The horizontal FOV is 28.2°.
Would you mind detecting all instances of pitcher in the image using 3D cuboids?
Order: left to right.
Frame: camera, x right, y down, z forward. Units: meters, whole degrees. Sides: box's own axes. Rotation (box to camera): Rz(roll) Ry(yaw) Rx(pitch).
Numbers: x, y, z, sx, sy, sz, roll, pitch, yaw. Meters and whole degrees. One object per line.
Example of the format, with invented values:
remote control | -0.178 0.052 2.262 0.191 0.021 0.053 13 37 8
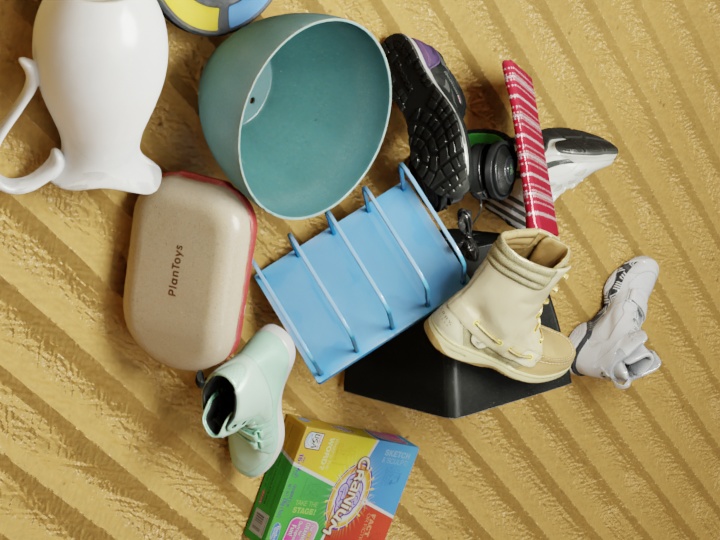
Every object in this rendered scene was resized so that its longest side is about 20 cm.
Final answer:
pitcher | -0.259 -0.163 1.297 0.170 0.121 0.202 -13 129 -27

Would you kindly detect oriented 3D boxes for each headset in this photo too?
headset | 0.118 -0.093 1.610 0.122 0.201 0.095 -10 117 9

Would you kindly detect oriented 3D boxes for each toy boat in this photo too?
toy boat | -0.161 -0.002 1.460 0.131 0.129 0.203 -25 128 -67

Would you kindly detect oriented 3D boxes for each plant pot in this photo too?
plant pot | -0.085 -0.168 1.425 0.199 0.134 0.202 -24 127 -37
plant pot | 0.109 0.050 1.668 0.198 0.198 0.180 -10 102 -38

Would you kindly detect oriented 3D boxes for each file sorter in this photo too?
file sorter | 0.000 0.000 1.504 0.199 0.140 0.123 -32 168 -4

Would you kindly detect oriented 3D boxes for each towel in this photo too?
towel | 0.193 -0.133 1.648 0.144 0.022 0.203 3 77 -75

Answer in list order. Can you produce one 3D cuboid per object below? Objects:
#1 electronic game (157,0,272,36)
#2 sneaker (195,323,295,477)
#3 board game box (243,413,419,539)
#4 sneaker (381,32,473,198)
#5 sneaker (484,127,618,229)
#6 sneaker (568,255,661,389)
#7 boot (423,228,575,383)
electronic game | -0.134 -0.325 1.375 0.199 0.041 0.202 -24 124 -40
sneaker | -0.136 0.161 1.530 0.118 0.073 0.202 -35 146 -46
board game box | -0.032 0.263 1.722 0.199 0.040 0.155 16 96 -44
sneaker | 0.093 -0.170 1.566 0.087 0.202 0.076 4 148 -46
sneaker | 0.231 -0.110 1.796 0.198 0.076 0.117 -9 122 -31
sneaker | 0.372 0.075 1.956 0.200 0.114 0.075 -50 133 -14
boot | 0.184 0.036 1.521 0.198 0.073 0.156 16 124 -32
